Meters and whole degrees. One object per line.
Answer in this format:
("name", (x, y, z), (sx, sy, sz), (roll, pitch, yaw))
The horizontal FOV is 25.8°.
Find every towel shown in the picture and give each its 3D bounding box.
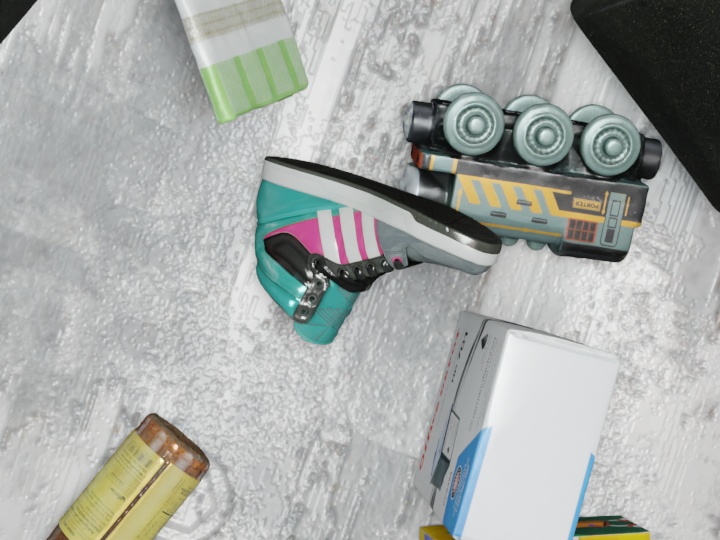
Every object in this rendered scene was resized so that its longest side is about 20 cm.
("towel", (-0.105, -0.209, 1.111), (0.031, 0.149, 0.201), (-15, 98, 25))

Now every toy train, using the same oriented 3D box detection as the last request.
("toy train", (0.125, -0.072, 1.179), (0.199, 0.085, 0.115), (8, 101, -8))

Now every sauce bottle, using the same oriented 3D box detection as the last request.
("sauce bottle", (-0.194, 0.198, 1.152), (0.066, 0.066, 0.200), (42, 87, -8))

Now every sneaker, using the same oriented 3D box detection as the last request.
("sneaker", (0.000, 0.000, 1.133), (0.199, 0.083, 0.121), (21, 102, 31))

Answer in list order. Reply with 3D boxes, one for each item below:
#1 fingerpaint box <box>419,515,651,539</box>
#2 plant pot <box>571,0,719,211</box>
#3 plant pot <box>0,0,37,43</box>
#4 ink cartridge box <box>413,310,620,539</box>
("fingerpaint box", (0.132, 0.294, 1.198), (0.166, 0.073, 0.201), (-2, 93, -11))
("plant pot", (0.309, -0.187, 1.115), (0.200, 0.177, 0.200), (-42, 99, -21))
("plant pot", (-0.270, -0.290, 1.059), (0.200, 0.177, 0.200), (41, 87, -9))
("ink cartridge box", (0.106, 0.113, 1.122), (0.085, 0.200, 0.147), (15, 90, -7))
